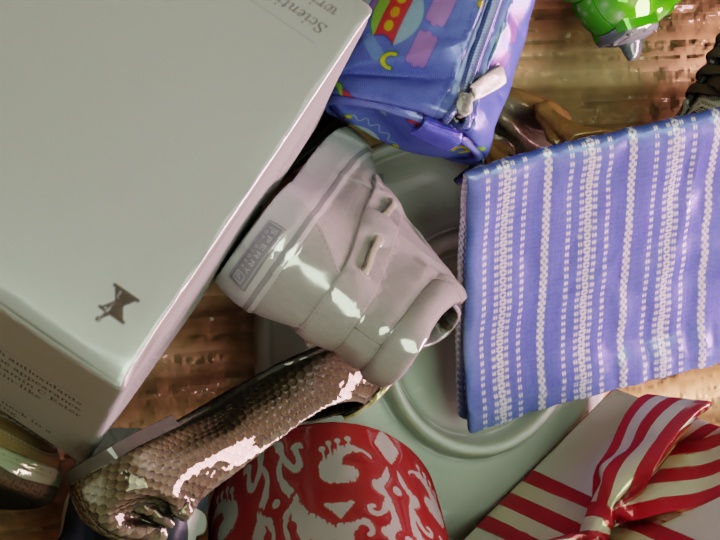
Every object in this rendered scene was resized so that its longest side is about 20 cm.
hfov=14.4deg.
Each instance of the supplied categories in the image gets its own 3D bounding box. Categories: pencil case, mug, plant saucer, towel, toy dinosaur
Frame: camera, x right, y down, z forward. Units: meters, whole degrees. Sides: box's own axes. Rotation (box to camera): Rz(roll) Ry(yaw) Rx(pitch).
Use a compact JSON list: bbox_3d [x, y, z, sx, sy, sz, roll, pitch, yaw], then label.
[{"bbox_3d":[0.052,-0.144,1.277,0.078,0.087,0.201,24,87,-36],"label":"pencil case"},{"bbox_3d":[-0.026,0.180,1.248,0.177,0.201,0.134,-29,126,15],"label":"mug"},{"bbox_3d":[0.046,0.035,1.373,0.199,0.050,0.202,0,90,-29],"label":"plant saucer"},{"bbox_3d":[0.138,-0.005,1.328,0.199,0.024,0.146,-14,126,-19],"label":"towel"},{"bbox_3d":[0.065,-0.072,1.374,0.200,0.106,0.061,34,97,-29],"label":"toy dinosaur"}]

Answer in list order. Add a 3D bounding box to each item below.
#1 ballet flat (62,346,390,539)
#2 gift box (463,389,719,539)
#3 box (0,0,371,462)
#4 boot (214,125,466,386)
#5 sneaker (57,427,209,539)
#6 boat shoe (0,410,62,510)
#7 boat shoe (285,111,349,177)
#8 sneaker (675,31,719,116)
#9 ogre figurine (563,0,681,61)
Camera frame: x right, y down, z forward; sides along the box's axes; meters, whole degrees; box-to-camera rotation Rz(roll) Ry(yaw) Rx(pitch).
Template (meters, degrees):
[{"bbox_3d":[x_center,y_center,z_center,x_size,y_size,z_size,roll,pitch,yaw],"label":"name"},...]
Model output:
[{"bbox_3d":[-0.046,0.072,1.236,0.200,0.067,0.047,-24,83,-47],"label":"ballet flat"},{"bbox_3d":[0.157,0.171,1.334,0.185,0.199,0.187,-46,122,-23],"label":"gift box"},{"bbox_3d":[-0.135,-0.065,1.185,0.198,0.131,0.201,34,69,-1],"label":"box"},{"bbox_3d":[0.000,0.000,1.253,0.095,0.200,0.074,37,108,-1],"label":"boot"},{"bbox_3d":[-0.114,0.174,1.233,0.079,0.200,0.130,3,124,8],"label":"sneaker"},{"bbox_3d":[-0.212,0.042,1.225,0.199,0.072,0.077,25,63,-28],"label":"boat shoe"},{"bbox_3d":[-0.067,-0.052,1.301,0.199,0.066,0.070,-33,105,-25],"label":"boat shoe"},{"bbox_3d":[0.197,-0.083,1.413,0.075,0.070,0.201,-5,111,-40],"label":"sneaker"},{"bbox_3d":[0.103,-0.184,1.383,0.200,0.098,0.120,51,49,-35],"label":"ogre figurine"}]
